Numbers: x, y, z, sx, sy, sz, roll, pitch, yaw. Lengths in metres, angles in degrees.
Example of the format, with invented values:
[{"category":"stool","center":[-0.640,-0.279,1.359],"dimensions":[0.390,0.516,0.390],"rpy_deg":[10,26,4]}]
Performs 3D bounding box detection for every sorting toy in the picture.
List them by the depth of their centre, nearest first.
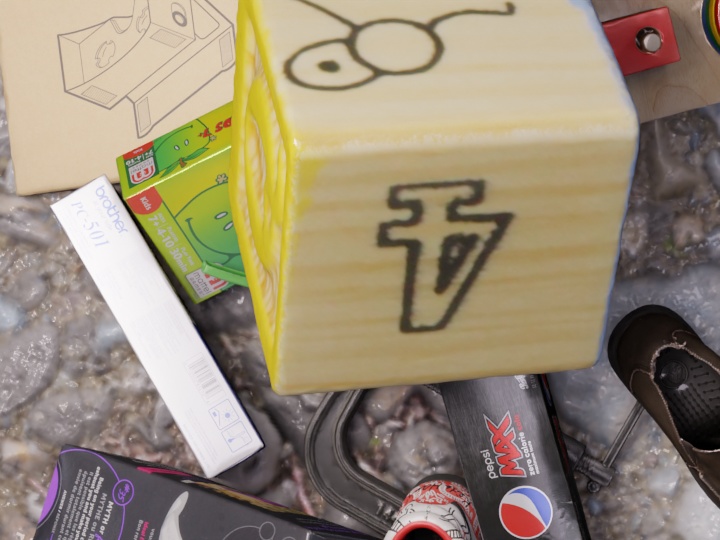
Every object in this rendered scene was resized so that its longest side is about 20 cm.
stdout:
[{"category":"sorting toy","center":[0.195,-0.200,1.605],"dimensions":[0.198,0.070,0.201],"rpy_deg":[-15,94,-3]}]

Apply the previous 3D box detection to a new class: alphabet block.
[{"category":"alphabet block","center":[0.035,-0.063,1.511],"dimensions":[0.199,0.196,0.197],"rpy_deg":[-4,130,-10]}]

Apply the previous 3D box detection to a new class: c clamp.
[{"category":"c clamp","center":[0.070,0.110,1.676],"dimensions":[0.199,0.027,0.172],"rpy_deg":[23,99,5]}]

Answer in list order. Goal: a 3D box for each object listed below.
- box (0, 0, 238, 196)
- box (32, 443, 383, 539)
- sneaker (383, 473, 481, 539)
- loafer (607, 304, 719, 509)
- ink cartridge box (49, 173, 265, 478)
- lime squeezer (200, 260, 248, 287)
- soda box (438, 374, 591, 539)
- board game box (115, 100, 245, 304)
[{"category":"box","center":[-0.140,-0.142,1.697],"dimensions":[0.199,0.021,0.164],"rpy_deg":[-7,90,8]},{"category":"box","center":[-0.097,0.194,1.586],"dimensions":[0.199,0.106,0.123],"rpy_deg":[16,88,34]},{"category":"sneaker","center":[0.041,0.236,1.627],"dimensions":[0.067,0.108,0.203],"rpy_deg":[4,99,10]},{"category":"loafer","center":[0.232,0.109,1.616],"dimensions":[0.200,0.071,0.073],"rpy_deg":[43,96,-10]},{"category":"ink cartridge box","center":[-0.129,0.038,1.660],"dimensions":[0.044,0.094,0.201],"rpy_deg":[-30,88,-3]},{"category":"lime squeezer","center":[0.000,0.000,1.655],"dimensions":[0.199,0.071,0.038],"rpy_deg":[-16,46,-9]},{"category":"soda box","center":[0.096,0.111,1.622],"dimensions":[0.063,0.071,0.201],"rpy_deg":[-15,94,8]},{"category":"board game box","center":[-0.044,-0.068,1.647],"dimensions":[0.199,0.048,0.102],"rpy_deg":[-26,128,7]}]
